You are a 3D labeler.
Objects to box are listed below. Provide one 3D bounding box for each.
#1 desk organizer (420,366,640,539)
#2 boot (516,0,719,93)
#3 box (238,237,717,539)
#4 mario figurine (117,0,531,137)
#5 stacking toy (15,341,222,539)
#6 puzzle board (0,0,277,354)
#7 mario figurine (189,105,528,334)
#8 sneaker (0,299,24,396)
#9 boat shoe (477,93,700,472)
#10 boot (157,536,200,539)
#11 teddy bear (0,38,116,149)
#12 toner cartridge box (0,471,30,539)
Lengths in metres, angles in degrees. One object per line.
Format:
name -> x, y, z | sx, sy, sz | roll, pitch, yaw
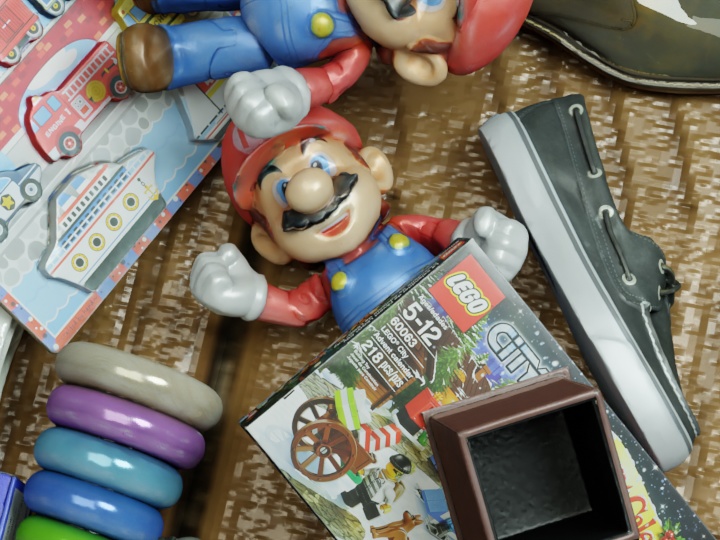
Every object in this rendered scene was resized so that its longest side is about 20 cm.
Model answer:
desk organizer -> 0.093, 0.151, 1.135 | 0.072, 0.077, 0.200 | -17, 94, -7
boot -> 0.129, -0.148, 1.264 | 0.200, 0.097, 0.075 | 15, 66, 12
box -> 0.059, 0.103, 1.187 | 0.137, 0.038, 0.200 | -40, 97, -5
mario figurine -> -0.018, -0.137, 1.208 | 0.200, 0.106, 0.124 | -5, 111, 10
stacking toy -> -0.137, 0.139, 1.227 | 0.085, 0.085, 0.200 | 17, 79, 13
puzzle board -> -0.140, -0.082, 1.262 | 0.151, 0.017, 0.200 | 46, 67, -18
mario figurine -> 0.000, 0.000, 1.232 | 0.123, 0.106, 0.200 | -29, 76, -38
sneaker -> -0.217, -0.008, 1.296 | 0.115, 0.074, 0.200 | 3, 66, -8
boat shoe -> 0.121, 0.000, 1.239 | 0.057, 0.069, 0.200 | -25, 69, -1
boot -> -0.019, 0.208, 1.201 | 0.131, 0.068, 0.200 | -16, 78, -2
teddy bear -> -0.212, -0.097, 1.286 | 0.200, 0.067, 0.145 | -25, 63, -34
toner cartridge box -> -0.270, 0.131, 1.265 | 0.200, 0.043, 0.095 | 11, 73, 11
